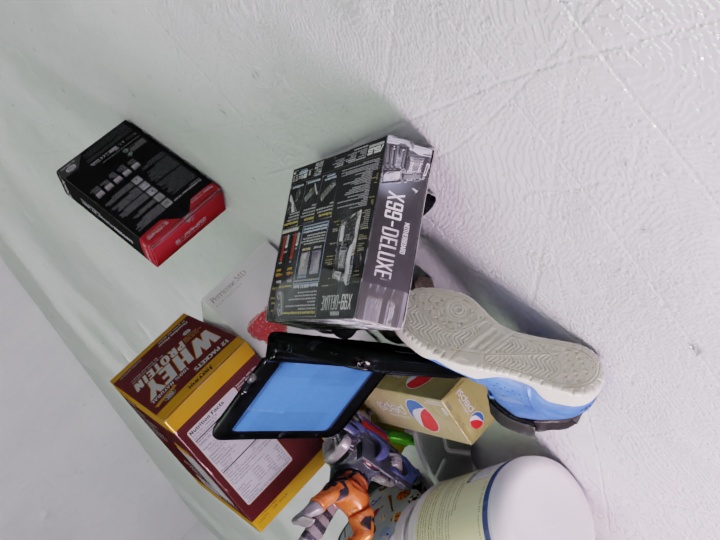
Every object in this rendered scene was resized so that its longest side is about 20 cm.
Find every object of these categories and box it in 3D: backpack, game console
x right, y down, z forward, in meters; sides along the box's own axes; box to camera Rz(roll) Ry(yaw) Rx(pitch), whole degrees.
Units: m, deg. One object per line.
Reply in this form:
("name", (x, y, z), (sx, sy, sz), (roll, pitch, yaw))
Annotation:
("backpack", (0.053, 0.385, 1.295), (0.154, 0.200, 0.190), (50, 160, -7))
("game console", (-0.011, 0.127, 0.933), (0.175, 0.117, 0.199), (9, 179, 38))

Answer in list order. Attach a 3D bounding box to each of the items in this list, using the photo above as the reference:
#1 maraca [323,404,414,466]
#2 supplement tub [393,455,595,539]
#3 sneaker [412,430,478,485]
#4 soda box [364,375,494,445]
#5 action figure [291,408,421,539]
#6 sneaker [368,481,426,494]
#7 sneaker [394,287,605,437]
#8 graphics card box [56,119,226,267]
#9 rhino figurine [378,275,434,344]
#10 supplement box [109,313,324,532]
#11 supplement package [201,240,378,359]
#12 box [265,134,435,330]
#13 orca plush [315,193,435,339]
("maraca", (0.004, 0.220, 1.274), (0.136, 0.108, 0.200), (11, 166, -18))
("supplement tub", (0.143, 0.296, 1.060), (0.145, 0.145, 0.200), (50, 138, -7))
("sneaker", (0.110, 0.249, 1.199), (0.080, 0.070, 0.201), (13, 140, 57))
("soda box", (0.072, 0.142, 1.101), (0.068, 0.064, 0.199), (55, 155, -18))
("action figure", (-0.033, 0.229, 1.100), (0.104, 0.194, 0.200), (-31, 114, 37))
("sneaker", (0.044, 0.338, 1.463), (0.199, 0.075, 0.107), (7, 131, 43))
("sneaker", (0.118, 0.091, 0.886), (0.198, 0.077, 0.112), (18, 148, 9))
("graphics card box", (-0.288, -0.104, 1.251), (0.199, 0.125, 0.051), (35, 155, 25))
("rhino figurine", (0.000, 0.000, 1.007), (0.200, 0.060, 0.088), (44, 153, 12))
("supplement box", (-0.177, 0.184, 1.200), (0.197, 0.133, 0.201), (13, 142, 57))
("supplement package", (-0.094, 0.087, 1.223), (0.200, 0.121, 0.120), (41, 157, 12))
("box", (-0.016, -0.027, 0.872), (0.049, 0.159, 0.200), (14, 170, -26))
("orca plush", (0.024, 0.005, 0.915), (0.200, 0.071, 0.106), (-56, 33, 34))
